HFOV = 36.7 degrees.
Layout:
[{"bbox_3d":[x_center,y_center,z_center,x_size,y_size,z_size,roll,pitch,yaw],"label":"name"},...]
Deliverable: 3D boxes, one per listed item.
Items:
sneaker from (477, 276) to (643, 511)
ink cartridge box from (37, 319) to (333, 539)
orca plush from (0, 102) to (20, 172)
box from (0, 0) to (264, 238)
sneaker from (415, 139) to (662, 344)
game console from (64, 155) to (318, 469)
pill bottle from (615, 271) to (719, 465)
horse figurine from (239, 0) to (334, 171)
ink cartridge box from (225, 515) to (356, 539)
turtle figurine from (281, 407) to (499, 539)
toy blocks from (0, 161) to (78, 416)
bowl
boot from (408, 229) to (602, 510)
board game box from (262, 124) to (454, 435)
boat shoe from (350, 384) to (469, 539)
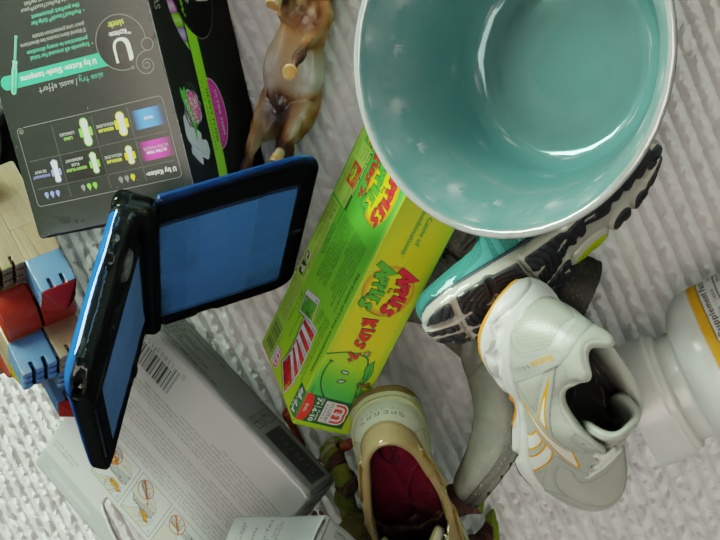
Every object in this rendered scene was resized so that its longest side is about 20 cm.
[{"bbox_3d":[0.141,0.099,0.685,0.076,0.092,0.201,-42,129,-15],"label":"sneaker"},{"bbox_3d":[-0.141,0.154,0.839,0.200,0.043,0.175,44,116,14],"label":"ink cartridge box"},{"bbox_3d":[-0.265,-0.140,0.822,0.105,0.070,0.204,4,105,60],"label":"orca plush"},{"bbox_3d":[-0.161,-0.143,0.735,0.122,0.149,0.204,-10,103,15],"label":"box"},{"bbox_3d":[0.110,-0.030,0.716,0.199,0.078,0.080,-42,59,-9],"label":"sneaker"},{"bbox_3d":[-0.106,0.033,0.697,0.116,0.201,0.174,12,65,-4],"label":"game console"},{"bbox_3d":[0.268,0.046,0.699,0.198,0.113,0.114,-29,97,19],"label":"pill bottle"},{"bbox_3d":[-0.047,-0.128,0.737,0.049,0.133,0.203,16,122,3],"label":"horse figurine"},{"bbox_3d":[-0.031,0.244,0.772,0.172,0.044,0.200,-11,133,43],"label":"ink cartridge box"},{"bbox_3d":[0.019,0.191,0.827,0.158,0.064,0.204,-14,101,17],"label":"turtle figurine"},{"bbox_3d":[-0.239,0.026,0.772,0.138,0.099,0.201,56,151,19],"label":"toy blocks"},{"bbox_3d":[0.105,-0.126,0.642,0.198,0.104,0.205,6,100,34],"label":"bowl"},{"bbox_3d":[0.077,0.053,0.771,0.129,0.068,0.203,25,93,10],"label":"boot"},{"bbox_3d":[0.000,0.000,0.756,0.047,0.102,0.202,15,113,-27],"label":"board game box"},{"bbox_3d":[0.034,0.181,0.750,0.073,0.067,0.203,-16,112,8],"label":"boat shoe"}]
